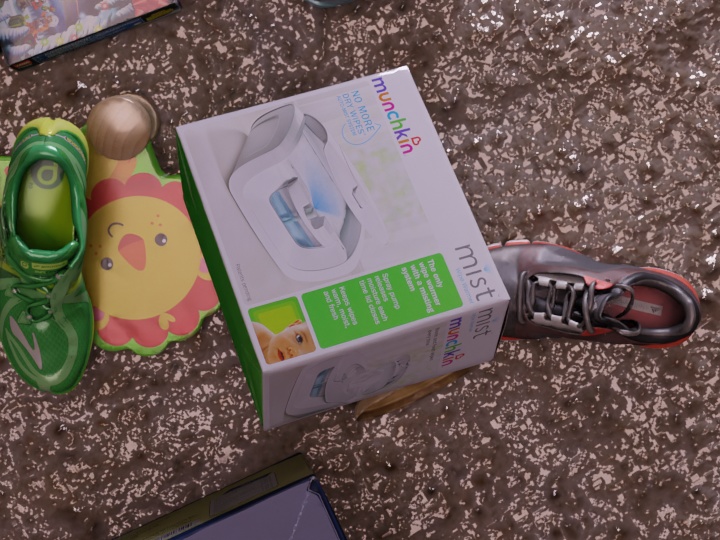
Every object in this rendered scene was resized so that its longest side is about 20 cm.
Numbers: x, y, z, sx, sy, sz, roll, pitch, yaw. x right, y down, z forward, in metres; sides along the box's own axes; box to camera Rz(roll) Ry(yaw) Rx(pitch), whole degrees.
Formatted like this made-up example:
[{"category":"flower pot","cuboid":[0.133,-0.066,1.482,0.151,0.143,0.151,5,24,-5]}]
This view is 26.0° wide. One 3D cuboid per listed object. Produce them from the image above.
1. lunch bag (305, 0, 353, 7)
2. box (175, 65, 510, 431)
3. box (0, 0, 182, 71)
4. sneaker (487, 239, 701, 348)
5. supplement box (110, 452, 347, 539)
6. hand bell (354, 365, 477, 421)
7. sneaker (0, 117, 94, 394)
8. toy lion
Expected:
[{"category":"lunch bag","cuboid":[-0.012,-0.304,1.144,0.159,0.077,0.201,-21,91,3]},{"category":"box","cuboid":[-0.015,-0.017,1.077,0.175,0.097,0.201,-16,63,-11]},{"category":"box","cuboid":[-0.232,-0.268,1.169,0.136,0.040,0.201,-21,90,1]},{"category":"sneaker","cuboid":[0.156,0.018,1.143,0.198,0.082,0.078,2,91,1]},{"category":"supplement box","cuboid":[-0.098,0.234,1.086,0.199,0.200,0.135,-24,90,-5]},{"category":"hand bell","cuboid":[0.000,0.000,1.159,0.104,0.104,0.201,-27,78,2]},{"category":"sneaker","cuboid":[-0.228,-0.005,1.102,0.073,0.084,0.201,1,106,-3]},{"category":"toy lion","cuboid":[-0.199,-0.024,1.168,0.199,0.069,0.193,-17,98,2]}]
